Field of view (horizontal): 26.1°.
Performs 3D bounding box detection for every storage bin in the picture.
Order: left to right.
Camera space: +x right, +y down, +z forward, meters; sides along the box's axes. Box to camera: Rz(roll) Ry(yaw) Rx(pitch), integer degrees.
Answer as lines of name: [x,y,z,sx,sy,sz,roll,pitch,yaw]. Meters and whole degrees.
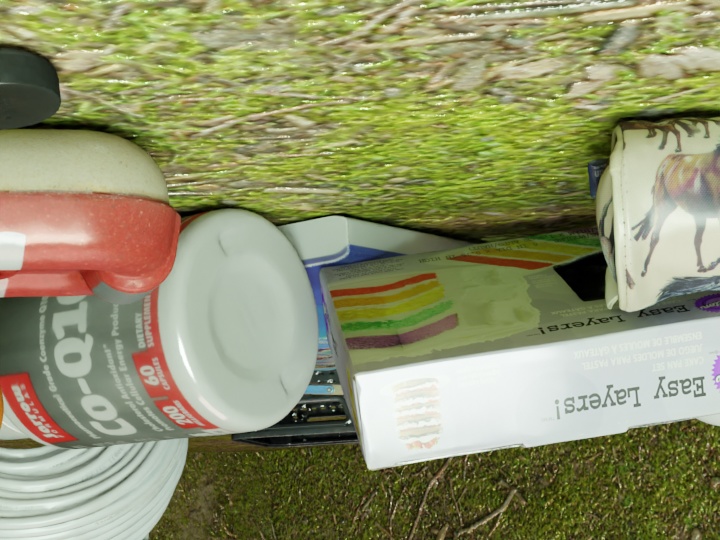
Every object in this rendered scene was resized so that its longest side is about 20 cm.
storage bin: [-0.034,0.102,1.358,0.134,0.095,0.200,-4,170,7]

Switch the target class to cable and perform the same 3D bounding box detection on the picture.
cable: [-0.205,0.096,0.956,0.198,0.201,0.070,12,136,1]

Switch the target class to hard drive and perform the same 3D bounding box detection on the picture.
hard drive: [0.000,0.000,0.935,0.131,0.026,0.199,-10,169,35]

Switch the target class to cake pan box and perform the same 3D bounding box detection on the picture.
cake pan box: [0.085,0.029,0.752,0.198,0.053,0.184,-8,-163,-3]

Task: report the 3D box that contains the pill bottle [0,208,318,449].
pill bottle: [-0.131,0.037,0.840,0.199,0.115,0.113,-11,168,37]

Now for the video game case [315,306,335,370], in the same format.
video game case: [-0.055,0.042,1.125,0.199,0.046,0.181,3,170,-35]

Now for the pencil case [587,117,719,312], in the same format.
pencil case: [0.198,-0.027,0.656,0.198,0.078,0.090,-4,154,2]

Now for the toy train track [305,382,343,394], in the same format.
toy train track: [-0.018,0.071,1.094,0.198,0.033,0.115,-1,178,16]

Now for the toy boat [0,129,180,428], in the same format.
toy boat: [-0.172,0.016,0.622,0.198,0.132,0.130,-1,173,-16]

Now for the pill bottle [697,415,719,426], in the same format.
pill bottle: [0.281,0.058,1.124,0.111,0.113,0.199,-9,169,33]

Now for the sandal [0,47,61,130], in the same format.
sandal: [-0.201,-0.044,0.521,0.198,0.045,0.075,-3,172,-1]
